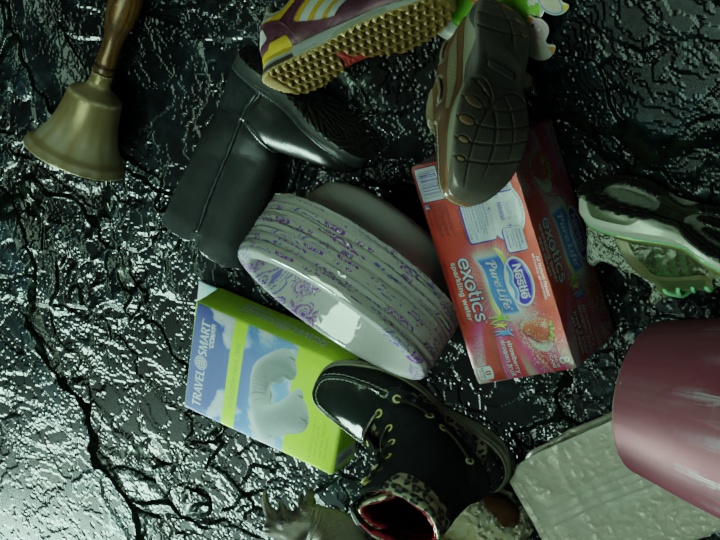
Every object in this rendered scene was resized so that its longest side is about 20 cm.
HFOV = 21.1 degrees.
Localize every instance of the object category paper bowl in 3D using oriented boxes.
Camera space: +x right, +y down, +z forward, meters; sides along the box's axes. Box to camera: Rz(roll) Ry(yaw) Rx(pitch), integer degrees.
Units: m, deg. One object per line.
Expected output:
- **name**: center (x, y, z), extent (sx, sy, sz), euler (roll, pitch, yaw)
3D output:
- **paper bowl**: center (0.000, 0.000, 1.691), extent (0.200, 0.201, 0.105), euler (31, 78, 19)

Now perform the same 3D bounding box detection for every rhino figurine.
- **rhino figurine**: center (-0.022, 0.282, 1.878), extent (0.200, 0.060, 0.088), euler (43, 108, 13)

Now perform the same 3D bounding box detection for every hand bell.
- **hand bell**: center (-0.242, -0.198, 1.832), extent (0.104, 0.104, 0.201), euler (28, 108, 21)

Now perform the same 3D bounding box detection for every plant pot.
- **plant pot**: center (0.306, 0.117, 1.527), extent (0.178, 0.199, 0.202), euler (11, 114, 38)

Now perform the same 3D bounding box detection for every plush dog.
- **plush dog**: center (0.085, 0.320, 1.760), extent (0.172, 0.199, 0.160), euler (55, 145, 4)

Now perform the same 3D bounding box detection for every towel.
- **towel**: center (0.233, 0.193, 1.698), extent (0.199, 0.034, 0.133), euler (-28, 94, 36)

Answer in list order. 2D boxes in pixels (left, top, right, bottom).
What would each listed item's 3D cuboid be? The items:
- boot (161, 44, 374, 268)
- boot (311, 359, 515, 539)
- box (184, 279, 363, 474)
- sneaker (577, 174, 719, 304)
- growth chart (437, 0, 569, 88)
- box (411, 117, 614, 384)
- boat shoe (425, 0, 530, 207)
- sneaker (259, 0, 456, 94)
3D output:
- **boot**: center (-0.087, -0.079, 1.774), extent (0.165, 0.065, 0.201), euler (42, 123, 22)
- **boot**: center (0.021, 0.161, 1.705), extent (0.203, 0.154, 0.074), euler (27, 121, 17)
- **box**: center (-0.091, 0.100, 1.860), extent (0.199, 0.048, 0.123), euler (22, 118, 23)
- **sneaker**: center (0.266, -0.008, 1.584), extent (0.199, 0.077, 0.089), euler (27, 134, 27)
- **growth chart**: center (0.115, -0.263, 1.604), extent (0.144, 0.018, 0.201), euler (27, 123, 22)
- **box**: center (0.132, -0.016, 1.640), extent (0.099, 0.095, 0.202), euler (-12, 102, 33)
- **boat shoe**: center (0.091, -0.128, 1.564), extent (0.075, 0.201, 0.072), euler (32, 140, -23)
- **sneaker**: center (-0.008, -0.226, 1.655), extent (0.199, 0.075, 0.091), euler (-19, 65, 30)
